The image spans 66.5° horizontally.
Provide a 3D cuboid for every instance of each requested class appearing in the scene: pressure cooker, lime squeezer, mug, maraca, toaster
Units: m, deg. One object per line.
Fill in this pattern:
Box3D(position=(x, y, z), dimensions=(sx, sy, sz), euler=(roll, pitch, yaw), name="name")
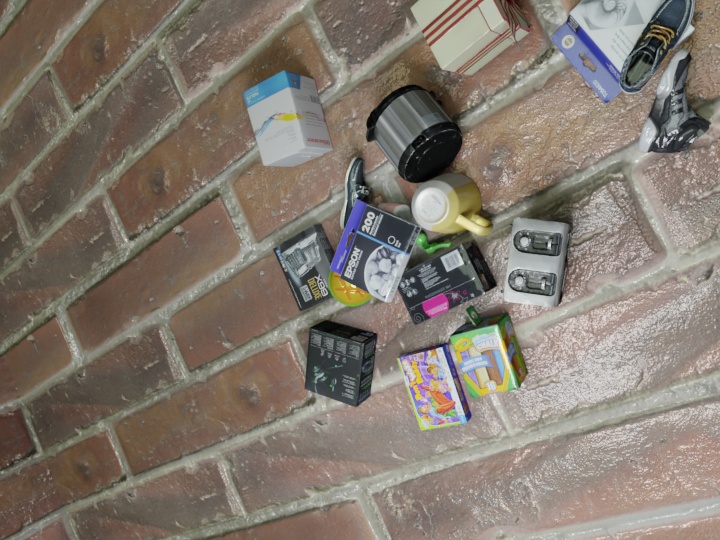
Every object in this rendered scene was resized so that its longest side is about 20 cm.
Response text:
Box3D(position=(0.122, -0.329, 1.280), dimensions=(0.179, 0.175, 0.201), euler=(-46, 62, 26), name="pressure cooker")
Box3D(position=(0.157, -0.081, 1.369), dimensions=(0.038, 0.071, 0.200), euler=(-40, 45, -8), name="lime squeezer")
Box3D(position=(0.208, -0.155, 1.282), dimensions=(0.185, 0.153, 0.151), euler=(0, 98, 27), name="mug")
Box3D(position=(0.000, 0.000, 1.450), dimensions=(0.137, 0.107, 0.201), euler=(36, 90, -1), name="maraca")
Box3D(position=(0.387, -0.017, 1.200), dimensions=(0.118, 0.200, 0.183), euler=(9, 95, 23), name="toaster")

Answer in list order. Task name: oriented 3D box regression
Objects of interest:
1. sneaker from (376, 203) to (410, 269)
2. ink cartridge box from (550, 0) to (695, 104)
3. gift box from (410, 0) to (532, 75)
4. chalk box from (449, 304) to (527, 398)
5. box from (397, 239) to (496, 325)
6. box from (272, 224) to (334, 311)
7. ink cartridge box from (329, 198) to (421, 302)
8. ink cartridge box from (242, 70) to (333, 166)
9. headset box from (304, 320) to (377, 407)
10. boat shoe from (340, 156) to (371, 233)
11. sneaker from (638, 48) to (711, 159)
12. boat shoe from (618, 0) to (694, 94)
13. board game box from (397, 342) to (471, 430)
Box3D(position=(0.071, -0.078, 1.413), dimensions=(0.104, 0.075, 0.202), euler=(20, 112, 44), name="sneaker")
Box3D(position=(0.525, -0.484, 1.122), dimensions=(0.200, 0.041, 0.200), euler=(-42, 79, 27), name="ink cartridge box")
Box3D(position=(0.255, -0.537, 1.183), dimensions=(0.186, 0.184, 0.201), euler=(-32, 87, 37), name="gift box")
Box3D(position=(0.301, 0.179, 1.306), dimensions=(0.123, 0.125, 0.202), euler=(-18, 91, 29), name="chalk box")
Box3D(position=(0.205, 0.027, 1.337), dimensions=(0.199, 0.115, 0.133), euler=(-28, 84, 28), name="box")
Box3D(position=(-0.140, -0.006, 1.550), dimensions=(0.157, 0.050, 0.201), euler=(-26, 86, 29), name="box")
Box3D(position=(0.025, -0.054, 1.347), dimensions=(0.199, 0.043, 0.200), euler=(26, 100, 27), name="ink cartridge box")
Box3D(position=(-0.189, -0.393, 1.455), dimensions=(0.145, 0.146, 0.202), euler=(-16, 91, 28), name="ink cartridge box")
Box3D(position=(-0.056, 0.262, 1.526), dimensions=(0.173, 0.093, 0.202), euler=(12, 104, 25), name="headset box")
Box3D(position=(-0.008, -0.194, 1.434), dimensions=(0.061, 0.075, 0.202), euler=(18, 108, 26), name="boat shoe")
Box3D(position=(0.633, -0.321, 1.076), dimensions=(0.113, 0.075, 0.202), euler=(21, 114, 23), name="sneaker")
Box3D(position=(0.562, -0.433, 1.037), dimensions=(0.071, 0.091, 0.201), euler=(31, 113, 17), name="boat shoe")
Box3D(position=(0.191, 0.304, 1.430), dimensions=(0.134, 0.045, 0.202), euler=(-19, 89, 29), name="board game box")
